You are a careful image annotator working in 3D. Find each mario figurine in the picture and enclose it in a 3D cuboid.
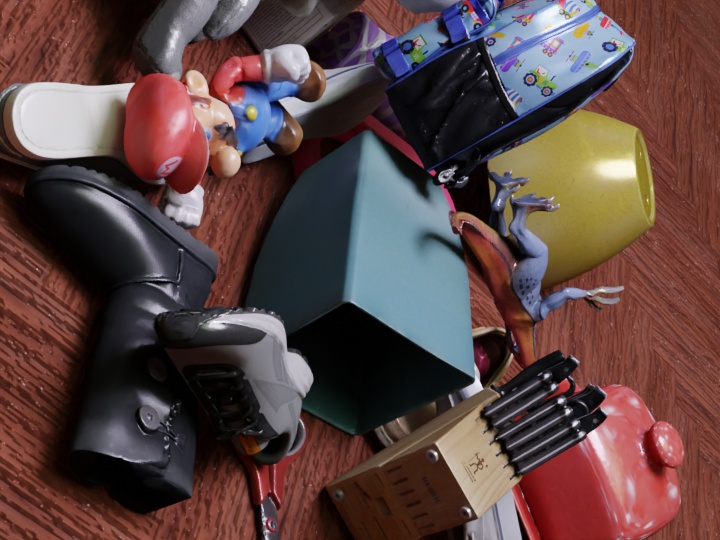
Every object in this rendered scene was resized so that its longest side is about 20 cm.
[{"bbox_3d":[-0.092,-0.099,0.898,0.199,0.105,0.125,-29,116,-54],"label":"mario figurine"}]

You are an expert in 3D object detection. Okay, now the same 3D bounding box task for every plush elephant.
[{"bbox_3d":[-0.127,-0.256,1.015,0.165,0.200,0.155,45,3,18],"label":"plush elephant"}]

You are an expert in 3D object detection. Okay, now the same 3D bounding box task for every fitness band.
[{"bbox_3d":[0.017,-0.070,1.151,0.199,0.037,0.145,34,46,-29],"label":"fitness band"}]

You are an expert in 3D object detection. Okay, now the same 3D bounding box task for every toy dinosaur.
[{"bbox_3d":[0.123,0.011,1.036,0.198,0.184,0.105,-12,30,-32],"label":"toy dinosaur"}]

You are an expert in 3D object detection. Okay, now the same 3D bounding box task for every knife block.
[{"bbox_3d":[0.091,0.135,0.940,0.175,0.199,0.064,-29,88,-45],"label":"knife block"}]

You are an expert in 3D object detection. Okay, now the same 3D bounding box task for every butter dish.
[{"bbox_3d":[0.237,0.185,1.138,0.199,0.147,0.202,-8,71,-51],"label":"butter dish"}]

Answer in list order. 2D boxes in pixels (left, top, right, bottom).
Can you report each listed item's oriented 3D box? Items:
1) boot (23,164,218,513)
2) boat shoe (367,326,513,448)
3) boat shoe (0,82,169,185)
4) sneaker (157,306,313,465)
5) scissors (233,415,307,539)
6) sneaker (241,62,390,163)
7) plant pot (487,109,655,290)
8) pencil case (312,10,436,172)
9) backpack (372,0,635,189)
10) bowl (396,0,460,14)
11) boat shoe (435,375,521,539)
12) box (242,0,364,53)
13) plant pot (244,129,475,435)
[{"bbox_3d":[-0.175,0.045,0.826,0.164,0.065,0.202,30,50,-32],"label":"boot"},{"bbox_3d":[0.077,0.096,1.076,0.074,0.069,0.200,58,36,-2],"label":"boat shoe"},{"bbox_3d":[-0.194,-0.101,0.891,0.199,0.061,0.074,2,86,-55],"label":"boat shoe"},{"bbox_3d":[-0.081,0.079,0.829,0.200,0.073,0.080,55,35,-61],"label":"sneaker"},{"bbox_3d":[-0.074,0.176,0.893,0.073,0.014,0.202,34,45,-33],"label":"scissors"},{"bbox_3d":[-0.051,-0.159,1.074,0.199,0.073,0.071,-24,67,-43],"label":"sneaker"},{"bbox_3d":[0.230,-0.085,1.264,0.200,0.140,0.203,-8,90,-68],"label":"plant pot"},{"bbox_3d":[0.043,-0.175,1.215,0.199,0.084,0.086,38,6,-30],"label":"pencil case"},{"bbox_3d":[0.125,-0.174,1.021,0.136,0.198,0.183,60,12,-3],"label":"backpack"},{"bbox_3d":[0.002,-0.302,1.048,0.200,0.075,0.199,44,14,35],"label":"bowl"},{"bbox_3d":[0.084,0.169,0.998,0.065,0.074,0.203,-17,96,-13],"label":"boat shoe"},{"bbox_3d":[-0.096,-0.304,1.127,0.201,0.094,0.078,56,35,-7],"label":"box"},{"bbox_3d":[0.000,0.000,0.986,0.141,0.141,0.202,32,46,-32],"label":"plant pot"}]
